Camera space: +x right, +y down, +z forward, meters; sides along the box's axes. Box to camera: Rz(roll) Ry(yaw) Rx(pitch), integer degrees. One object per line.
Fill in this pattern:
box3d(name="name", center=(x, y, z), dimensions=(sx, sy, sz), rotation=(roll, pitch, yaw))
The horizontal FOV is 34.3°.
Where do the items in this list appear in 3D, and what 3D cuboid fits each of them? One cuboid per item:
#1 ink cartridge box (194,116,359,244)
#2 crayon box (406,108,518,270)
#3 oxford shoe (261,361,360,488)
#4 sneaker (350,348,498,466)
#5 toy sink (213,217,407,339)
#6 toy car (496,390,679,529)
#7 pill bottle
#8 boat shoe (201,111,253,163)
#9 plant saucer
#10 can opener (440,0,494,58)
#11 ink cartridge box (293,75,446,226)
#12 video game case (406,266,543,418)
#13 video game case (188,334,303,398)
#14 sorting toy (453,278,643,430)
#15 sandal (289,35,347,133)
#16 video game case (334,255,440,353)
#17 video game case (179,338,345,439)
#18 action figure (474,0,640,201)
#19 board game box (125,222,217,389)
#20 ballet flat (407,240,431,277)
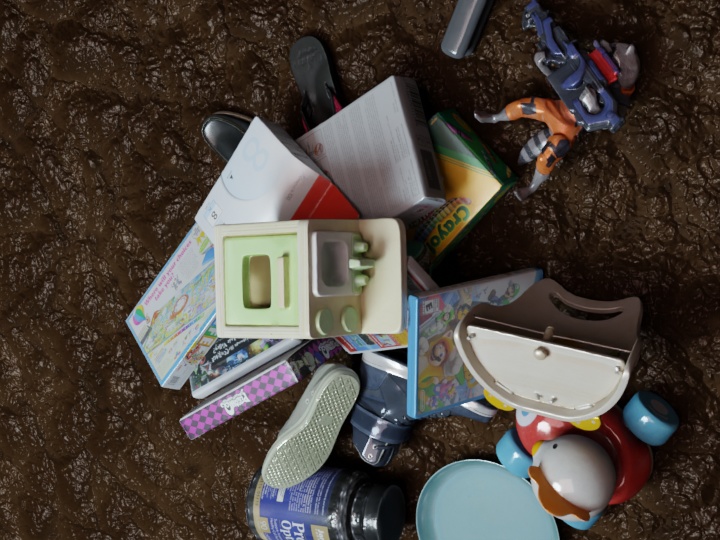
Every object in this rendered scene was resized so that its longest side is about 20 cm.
box3d(name="ink cartridge box", center=(-0.106, -0.066, 1.421), dimensions=(0.161, 0.047, 0.200), rotation=(-55, 51, 18))
box3d(name="crayon box", center=(0.082, -0.083, 1.422), dimensions=(0.119, 0.058, 0.200), rotation=(48, 120, 10))
box3d(name="oxford shoe", center=(-0.065, 0.200, 1.520), dimensions=(0.075, 0.058, 0.201), rotation=(23, 109, -26))
box3d(name="sneaker", center=(0.075, 0.191, 1.481), dimensions=(0.201, 0.077, 0.148), rotation=(21, 101, 33))
box3d(name="toy sink", center=(-0.060, 0.009, 1.307), dimensions=(0.198, 0.112, 0.132), rotation=(0, 91, 35))
box3d(name="toy car", center=(0.235, 0.213, 1.334), dimensions=(0.177, 0.200, 0.185), rotation=(41, 118, 13))
box3d(name="pill bottle", center=(-0.045, 0.319, 1.570), dimensions=(0.198, 0.112, 0.113), rotation=(1, 104, 29))
box3d(name="boat shoe", center=(-0.136, -0.142, 1.524), dimensions=(0.200, 0.067, 0.072), rotation=(40, 118, 17))
box3d(name="plant saucer", center=(0.166, 0.335, 1.506), dimensions=(0.198, 0.027, 0.203), rotation=(7, 106, 27))
box3d(name="can opener", center=(0.152, -0.330, 1.321), dimensions=(0.066, 0.053, 0.201), rotation=(35, 117, 16))
box3d(name="ink cartridge box", center=(0.000, -0.116, 1.400), dimensions=(0.199, 0.057, 0.164), rotation=(-30, 65, 39))
box3d(name="video game case", center=(0.135, 0.082, 1.361), dimensions=(0.018, 0.198, 0.145), rotation=(18, 113, 50))
box3d(name="video game case", center=(-0.169, 0.051, 1.574), dimensions=(0.199, 0.023, 0.184), rotation=(-30, 60, 31))
box3d(name="sorting toy", center=(0.233, 0.074, 1.315), dimensions=(0.198, 0.180, 0.108), rotation=(12, 131, 27))
box3d(name="sandal", center=(-0.046, -0.196, 1.471), dimensions=(0.075, 0.045, 0.202), rotation=(-21, 93, 30))
box3d(name="video game case", center=(0.021, 0.045, 1.401), dimensions=(0.199, 0.018, 0.143), rotation=(-10, 135, 41))
box3d(name="video game case", center=(-0.115, 0.137, 1.519), dimensions=(0.199, 0.181, 0.036), rotation=(-31, 91, 31))
box3d(name="action figure", center=(0.226, -0.201, 1.312), dimensions=(0.193, 0.104, 0.202), rotation=(-33, 59, 25))
box3d(name="board game box", center=(-0.232, 0.042, 1.592), dimensions=(0.201, 0.034, 0.135), rotation=(-51, 52, 18))
box3d(name="ballet flat", center=(0.000, 0.000, 1.422), dimensions=(0.199, 0.072, 0.073), rotation=(4, 105, 33))
